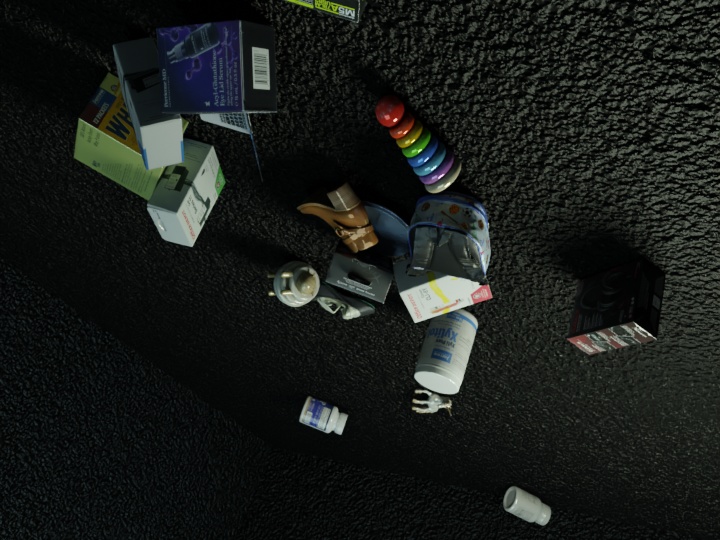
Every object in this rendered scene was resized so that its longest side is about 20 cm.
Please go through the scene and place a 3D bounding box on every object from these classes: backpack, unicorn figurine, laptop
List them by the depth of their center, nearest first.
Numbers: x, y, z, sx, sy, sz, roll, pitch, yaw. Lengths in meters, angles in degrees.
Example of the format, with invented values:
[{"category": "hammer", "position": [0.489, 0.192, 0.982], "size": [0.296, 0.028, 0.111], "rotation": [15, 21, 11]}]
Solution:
[{"category": "laptop", "position": [-0.276, -0.306, 1.367], "size": [0.195, 0.118, 0.189], "rotation": [17, 152, 10]}, {"category": "backpack", "position": [0.185, -0.074, 1.393], "size": [0.194, 0.158, 0.191], "rotation": [7, 158, 16]}, {"category": "unicorn figurine", "position": [0.255, 0.474, 2.425], "size": [0.133, 0.076, 0.200], "rotation": [9, 166, 4]}]

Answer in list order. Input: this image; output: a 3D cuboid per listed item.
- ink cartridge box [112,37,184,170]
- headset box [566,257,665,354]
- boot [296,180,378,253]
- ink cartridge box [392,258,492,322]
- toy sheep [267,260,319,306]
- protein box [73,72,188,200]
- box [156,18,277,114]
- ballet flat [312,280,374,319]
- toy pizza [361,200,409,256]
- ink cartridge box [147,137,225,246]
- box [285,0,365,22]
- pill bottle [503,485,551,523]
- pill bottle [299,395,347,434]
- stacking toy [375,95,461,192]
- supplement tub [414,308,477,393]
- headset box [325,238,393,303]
[{"category": "ink cartridge box", "position": [-0.417, -0.328, 1.338], "size": [0.082, 0.204, 0.145], "rotation": [-16, 160, -19]}, {"category": "headset box", "position": [0.524, 0.080, 1.411], "size": [0.076, 0.152, 0.199], "rotation": [31, 153, -18]}, {"category": "boot", "position": [-0.051, -0.113, 1.534], "size": [0.197, 0.077, 0.157], "rotation": [-12, 117, 47]}, {"category": "ink cartridge box", "position": [0.188, 0.025, 1.549], "size": [0.195, 0.085, 0.146], "rotation": [-18, 143, 10]}, {"category": "toy sheep", "position": [-0.187, 0.037, 1.902], "size": [0.137, 0.140, 0.198], "rotation": [37, 164, -28]}, {"category": "protein box", "position": [-0.527, -0.299, 1.548], "size": [0.197, 0.137, 0.198], "rotation": [30, 153, -15]}, {"category": "box", "position": [-0.254, -0.354, 1.200], "size": [0.195, 0.153, 0.104], "rotation": [5, -167, 28]}, {"category": "ballet flat", "position": [-0.055, 0.102, 1.981], "size": [0.196, 0.074, 0.073], "rotation": [25, 153, -6]}, {"category": "toy pizza", "position": [0.039, -0.104, 1.580], "size": [0.196, 0.032, 0.202], "rotation": [21, 153, 11]}, {"category": "ink cartridge box", "position": [-0.406, -0.182, 1.593], "size": [0.081, 0.204, 0.148], "rotation": [15, 153, 11]}, {"category": "box", "position": [-0.083, -0.477, 0.990], "size": [0.195, 0.048, 0.194], "rotation": [18, 155, 7]}, {"category": "pill bottle", "position": [0.749, 1.059, 3.034], "size": [0.197, 0.116, 0.114], "rotation": [28, 153, -11]}, {"category": "pill bottle", "position": [-0.161, 0.643, 2.977], "size": [0.195, 0.122, 0.120], "rotation": [21, 153, 3]}, {"category": "stacking toy", "position": [0.098, -0.240, 1.251], "size": [0.200, 0.087, 0.084], "rotation": [44, 147, -24]}, {"category": "supplement tub", "position": [0.230, 0.209, 1.809], "size": [0.129, 0.204, 0.133], "rotation": [17, 153, 9]}, {"category": "headset box", "position": [0.000, 0.000, 1.593], "size": [0.145, 0.077, 0.200], "rotation": [20, -168, -3]}]
